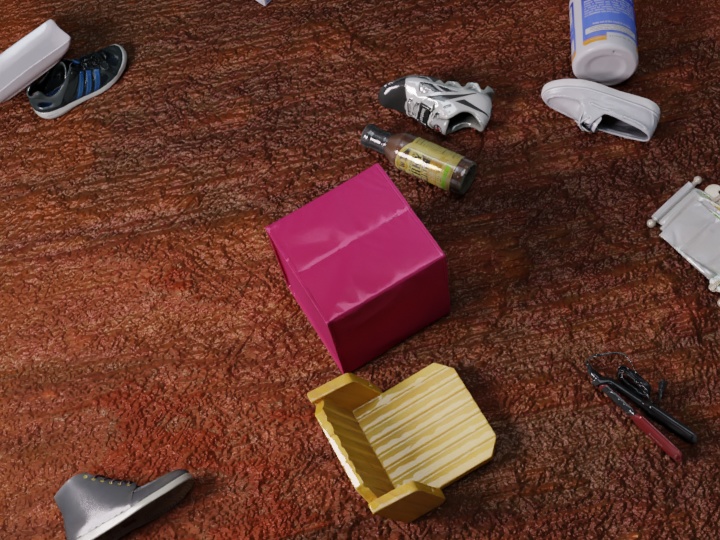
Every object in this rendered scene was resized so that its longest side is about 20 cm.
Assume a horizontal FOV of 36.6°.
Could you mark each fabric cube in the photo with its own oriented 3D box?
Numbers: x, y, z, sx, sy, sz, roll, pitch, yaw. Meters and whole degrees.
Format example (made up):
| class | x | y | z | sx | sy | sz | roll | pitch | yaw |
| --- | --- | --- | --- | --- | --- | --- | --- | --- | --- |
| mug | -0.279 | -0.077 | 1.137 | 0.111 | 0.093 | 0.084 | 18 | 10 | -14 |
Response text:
| class | x | y | z | sx | sy | sz | roll | pitch | yaw |
| --- | --- | --- | --- | --- | --- | --- | --- | --- | --- |
| fabric cube | 0.000 | 0.000 | 1.648 | 0.199 | 0.196 | 0.200 | -30 | 63 | -8 |

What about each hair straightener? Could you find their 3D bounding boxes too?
| class | x | y | z | sx | sy | sz | roll | pitch | yaw |
| --- | --- | --- | --- | --- | --- | --- | --- | --- | --- |
| hair straightener | 0.413 | 0.186 | 1.593 | 0.077 | 0.041 | 0.200 | -40 | 60 | -15 |

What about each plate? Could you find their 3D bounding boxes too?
| class | x | y | z | sx | sy | sz | roll | pitch | yaw |
| --- | --- | --- | --- | --- | --- | --- | --- | --- | --- |
| plate | -0.612 | -0.368 | 1.965 | 0.200 | 0.032 | 0.199 | -39 | 34 | -7 |

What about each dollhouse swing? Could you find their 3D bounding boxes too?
| class | x | y | z | sx | sy | sz | roll | pitch | yaw |
| --- | --- | --- | --- | --- | --- | --- | --- | --- | --- |
| dollhouse swing | 0.069 | 0.221 | 1.544 | 0.175 | 0.182 | 0.201 | -36 | 61 | 10 |

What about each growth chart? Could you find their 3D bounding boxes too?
| class | x | y | z | sx | sy | sz | roll | pitch | yaw |
| --- | --- | --- | --- | --- | --- | --- | --- | --- | --- |
| growth chart | 0.553 | -0.053 | 1.710 | 0.144 | 0.018 | 0.200 | -32 | 63 | -11 |

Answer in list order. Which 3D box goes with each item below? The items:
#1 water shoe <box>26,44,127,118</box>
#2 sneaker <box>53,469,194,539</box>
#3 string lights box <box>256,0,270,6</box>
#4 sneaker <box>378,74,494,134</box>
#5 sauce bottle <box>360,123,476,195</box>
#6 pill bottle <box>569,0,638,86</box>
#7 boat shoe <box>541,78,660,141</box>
| class | x | y | z | sx | sy | sz | roll | pitch | yaw |
| --- | --- | --- | --- | --- | --- | --- | --- | --- | --- |
| water shoe | -0.507 | -0.351 | 1.961 | 0.200 | 0.079 | 0.071 | -42 | 65 | -15 |
| sneaker | -0.348 | 0.319 | 1.583 | 0.199 | 0.075 | 0.106 | -29 | 65 | -8 |
| string lights box | -0.140 | -0.604 | 2.040 | 0.059 | 0.103 | 0.200 | 35 | 72 | 22 |
| sneaker | 0.124 | -0.275 | 1.849 | 0.199 | 0.074 | 0.089 | 4 | 60 | 10 |
| sauce bottle | 0.094 | -0.189 | 1.814 | 0.199 | 0.065 | 0.065 | 25 | 67 | 20 |
| pill bottle | 0.417 | -0.428 | 1.875 | 0.111 | 0.112 | 0.201 | 0 | 62 | 7 |
| boat shoe | 0.396 | -0.261 | 1.818 | 0.199 | 0.072 | 0.069 | 19 | 64 | 6 |
